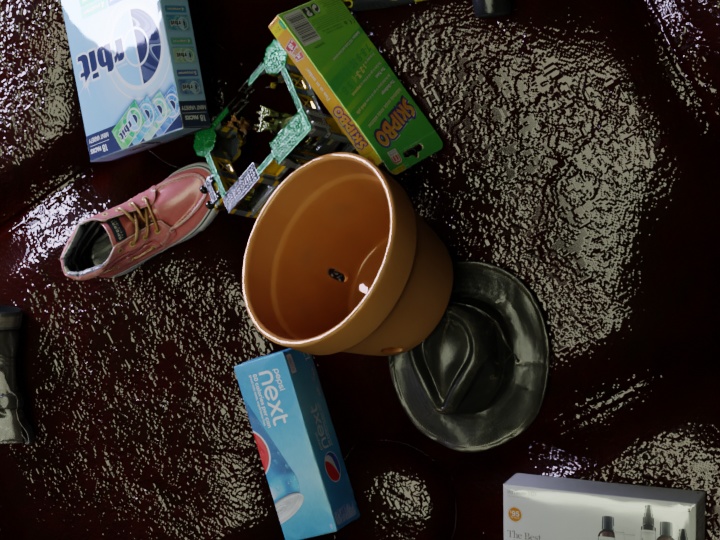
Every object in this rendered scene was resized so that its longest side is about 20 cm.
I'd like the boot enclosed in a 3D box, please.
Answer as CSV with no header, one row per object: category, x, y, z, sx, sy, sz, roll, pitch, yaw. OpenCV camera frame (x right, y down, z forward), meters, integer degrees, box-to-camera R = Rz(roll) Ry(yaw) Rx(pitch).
boot,-0.483,0.128,1.897,0.199,0.069,0.176,5,98,22

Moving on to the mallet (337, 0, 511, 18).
mallet,0.064,-0.273,1.613,0.199,0.041,0.066,-11,94,30

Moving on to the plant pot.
plant pot,0.000,0.000,1.580,0.199,0.140,0.201,-21,58,36

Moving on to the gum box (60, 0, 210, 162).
gum box,-0.248,-0.234,1.721,0.169,0.044,0.202,-12,88,44

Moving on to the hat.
hat,0.099,0.094,1.616,0.199,0.081,0.202,3,99,23

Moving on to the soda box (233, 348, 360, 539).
soda box,-0.069,0.187,1.716,0.067,0.064,0.201,-17,89,25

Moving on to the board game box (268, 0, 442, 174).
board game box,-0.002,-0.188,1.611,0.200,0.095,0.030,53,135,6

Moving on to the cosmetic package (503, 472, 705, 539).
cosmetic package,0.243,0.257,1.588,0.199,0.051,0.083,2,97,24

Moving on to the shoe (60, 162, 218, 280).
shoe,-0.242,-0.050,1.749,0.199,0.091,0.072,-33,83,25

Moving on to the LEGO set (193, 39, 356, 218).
LEGO set,-0.072,-0.136,1.669,0.200,0.115,0.154,-52,51,25
